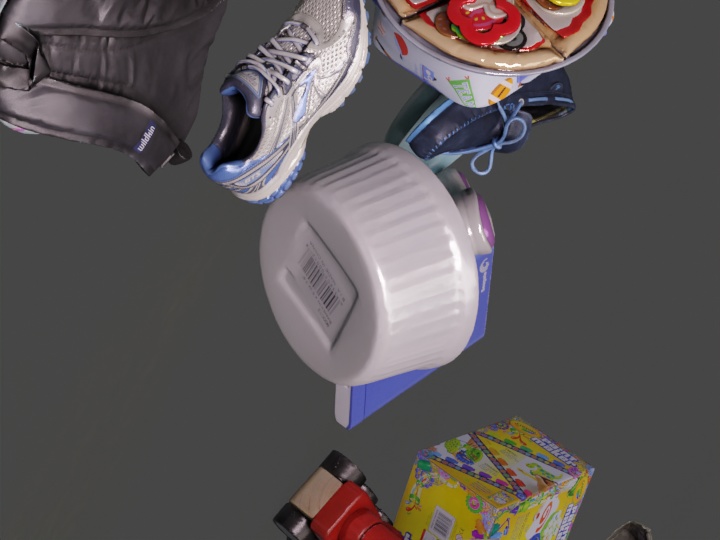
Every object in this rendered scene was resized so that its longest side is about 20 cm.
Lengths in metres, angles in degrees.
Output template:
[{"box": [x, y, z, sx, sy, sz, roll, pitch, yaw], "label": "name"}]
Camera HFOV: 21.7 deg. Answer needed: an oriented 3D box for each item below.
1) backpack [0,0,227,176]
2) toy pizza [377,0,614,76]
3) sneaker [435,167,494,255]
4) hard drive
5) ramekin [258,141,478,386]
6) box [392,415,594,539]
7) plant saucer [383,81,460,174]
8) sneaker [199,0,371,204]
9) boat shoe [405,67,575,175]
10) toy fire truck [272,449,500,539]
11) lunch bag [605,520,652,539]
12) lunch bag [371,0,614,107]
[{"box": [-0.194, -0.154, 1.245, 0.199, 0.126, 0.168, -6, 112, -51], "label": "backpack"}, {"box": [0.108, -0.237, 1.514, 0.200, 0.200, 0.032, -37, 156, -29], "label": "toy pizza"}, {"box": [0.061, -0.044, 1.709, 0.099, 0.075, 0.200, -19, -173, -2], "label": "sneaker"}, {"box": [0.054, 0.060, 1.881, 0.200, 0.025, 0.132, -32, 141, -34], "label": "hard drive"}, {"box": [0.000, 0.000, 1.594, 0.097, 0.200, 0.201, -20, 134, -34], "label": "ramekin"}, {"box": [0.137, 0.296, 2.121, 0.192, 0.122, 0.201, -12, 128, -49], "label": "box"}, {"box": [0.086, -0.149, 1.681, 0.200, 0.027, 0.200, -39, 165, -12], "label": "plant saucer"}, {"box": [-0.062, -0.145, 1.486, 0.085, 0.077, 0.201, 11, 108, -53], "label": "sneaker"}, {"box": [0.123, -0.134, 1.606, 0.200, 0.069, 0.084, -31, 175, -37], "label": "boat shoe"}, {"box": [0.038, 0.284, 1.895, 0.129, 0.200, 0.176, -47, 148, -14], "label": "toy fire truck"}, {"box": [0.348, 0.456, 2.572, 0.200, 0.117, 0.164, -50, 148, -22], "label": "lunch bag"}, {"box": [0.118, -0.225, 1.577, 0.200, 0.160, 0.076, -36, 144, -28], "label": "lunch bag"}]
